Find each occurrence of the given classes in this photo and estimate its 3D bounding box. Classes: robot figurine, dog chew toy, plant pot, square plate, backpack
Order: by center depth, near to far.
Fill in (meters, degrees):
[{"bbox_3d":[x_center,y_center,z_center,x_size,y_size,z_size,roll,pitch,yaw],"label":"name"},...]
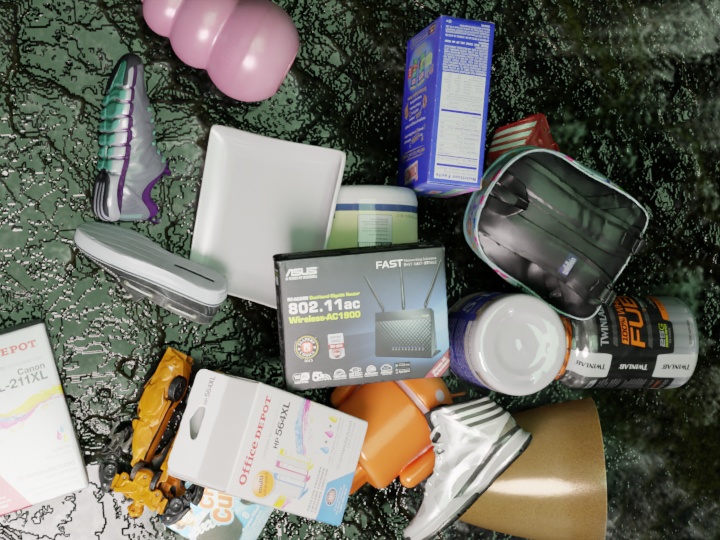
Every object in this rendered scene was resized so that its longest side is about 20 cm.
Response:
[{"bbox_3d":[-0.228,0.205,1.452,0.144,0.058,0.202,22,83,20],"label":"robot figurine"},{"bbox_3d":[-0.113,-0.061,1.452,0.198,0.028,0.201,15,99,29],"label":"square plate"},{"bbox_3d":[-0.175,-0.292,1.459,0.198,0.125,0.126,29,83,-5],"label":"dog chew toy"},{"bbox_3d":[0.229,-0.057,1.486,0.198,0.151,0.179,29,96,-14],"label":"backpack"},{"bbox_3d":[0.034,0.189,1.509,0.200,0.144,0.117,-40,124,-11],"label":"robot figurine"},{"bbox_3d":[0.201,0.259,1.536,0.197,0.186,0.189,-2,90,2],"label":"plant pot"}]

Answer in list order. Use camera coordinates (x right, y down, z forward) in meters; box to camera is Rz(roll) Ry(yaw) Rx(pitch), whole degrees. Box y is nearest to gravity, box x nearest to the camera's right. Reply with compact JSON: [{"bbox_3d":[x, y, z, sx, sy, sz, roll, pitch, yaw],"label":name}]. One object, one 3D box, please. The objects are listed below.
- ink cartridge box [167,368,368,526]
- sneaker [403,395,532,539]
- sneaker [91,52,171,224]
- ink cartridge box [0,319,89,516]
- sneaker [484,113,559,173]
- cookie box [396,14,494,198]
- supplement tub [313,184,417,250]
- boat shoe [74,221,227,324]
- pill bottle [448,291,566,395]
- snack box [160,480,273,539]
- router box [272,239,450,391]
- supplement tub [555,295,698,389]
[{"bbox_3d":[-0.114,0.201,1.385,0.199,0.124,0.130,25,77,-39],"label":"ink cartridge box"},{"bbox_3d":[0.102,0.232,1.453,0.115,0.076,0.201,45,97,13],"label":"sneaker"},{"bbox_3d":[-0.270,-0.158,1.465,0.087,0.074,0.203,7,96,-31],"label":"sneaker"},{"bbox_3d":[-0.414,0.173,1.407,0.144,0.083,0.203,-16,94,-14],"label":"ink cartridge box"},{"bbox_3d":[0.263,-0.146,1.593,0.197,0.078,0.117,11,88,-16],"label":"sneaker"},{"bbox_3d":[0.103,-0.197,1.503,0.074,0.171,0.203,5,89,-11],"label":"cookie box"},{"bbox_3d":[0.000,0.000,1.486,0.143,0.145,0.203,0,89,-15],"label":"supplement tub"},{"bbox_3d":[-0.260,0.009,1.454,0.198,0.072,0.072,26,116,2],"label":"boat shoe"},{"bbox_3d":[0.165,0.087,1.500,0.118,0.200,0.122,0,90,-15],"label":"pill bottle"},{"bbox_3d":[-0.150,0.251,1.500,0.115,0.037,0.202,31,82,-12],"label":"snack box"},{"bbox_3d":[0.003,0.050,1.381,0.197,0.062,0.152,-5,99,-6],"label":"router box"},{"bbox_3d":[0.331,0.094,1.585,0.197,0.122,0.125,1,89,-15],"label":"supplement tub"}]
